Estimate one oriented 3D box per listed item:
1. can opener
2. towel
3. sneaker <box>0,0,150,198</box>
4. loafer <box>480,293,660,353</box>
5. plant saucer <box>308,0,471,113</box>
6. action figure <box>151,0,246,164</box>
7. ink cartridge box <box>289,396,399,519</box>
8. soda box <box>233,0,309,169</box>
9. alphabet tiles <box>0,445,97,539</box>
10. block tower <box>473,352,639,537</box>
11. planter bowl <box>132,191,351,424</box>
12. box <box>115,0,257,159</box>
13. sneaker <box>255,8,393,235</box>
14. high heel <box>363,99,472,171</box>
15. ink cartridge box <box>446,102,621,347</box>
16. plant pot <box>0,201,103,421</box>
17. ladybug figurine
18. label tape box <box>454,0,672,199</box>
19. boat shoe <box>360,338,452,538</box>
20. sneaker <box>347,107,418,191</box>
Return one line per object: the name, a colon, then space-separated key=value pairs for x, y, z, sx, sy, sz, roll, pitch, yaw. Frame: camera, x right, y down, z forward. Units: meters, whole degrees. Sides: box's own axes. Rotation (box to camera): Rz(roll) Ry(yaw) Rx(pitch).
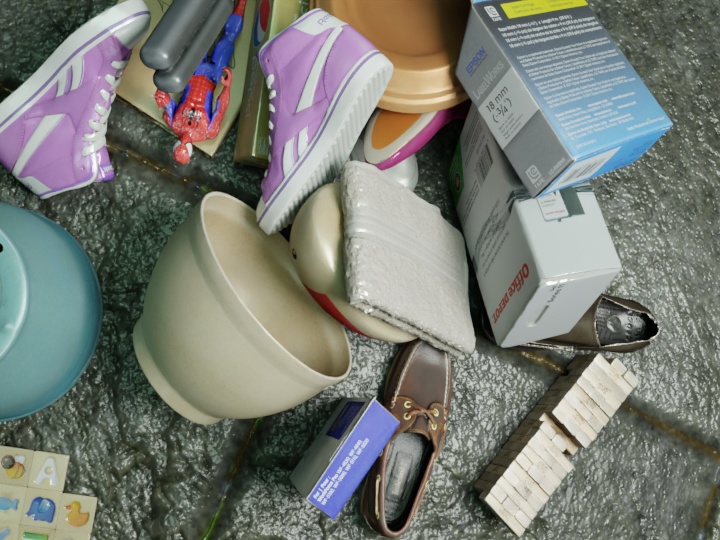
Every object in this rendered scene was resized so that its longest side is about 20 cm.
can opener: x=-0.153 y=-0.249 z=0.780 sx=0.065 sy=0.054 sz=0.203 roll=9 pitch=58 yaw=24
towel: x=0.049 y=-0.005 z=0.792 sx=0.198 sy=0.034 sz=0.136 roll=27 pitch=53 yaw=-49
sneaker: x=-0.249 y=-0.151 z=0.797 sx=0.199 sy=0.073 sz=0.115 roll=-40 pitch=99 yaw=11
loafer: x=0.221 y=0.046 z=0.880 sx=0.195 sy=0.071 sz=0.075 roll=2 pitch=83 yaw=-11
plant saucer: x=0.048 y=-0.245 z=0.787 sx=0.194 sy=0.038 sz=0.205 roll=0 pitch=72 yaw=-1
action figure: x=-0.147 y=-0.204 z=0.808 sx=0.064 sy=0.099 sz=0.205 roll=14 pitch=84 yaw=-8
ink cartridge box: x=-0.016 y=0.163 z=0.756 sx=0.039 sy=0.200 sz=0.100 roll=36 pitch=79 yaw=-1
soda box: x=-0.074 y=-0.202 z=0.840 sx=0.063 sy=0.067 sz=0.206 roll=10 pitch=88 yaw=-25
alphabet tiles: x=-0.337 y=0.265 z=0.782 sx=0.162 sy=0.006 sz=0.205 roll=10 pitch=82 yaw=-9
block tower: x=0.196 y=0.171 z=0.870 sx=0.054 sy=0.058 sz=0.200 roll=43 pitch=76 yaw=-3
planter bowl: x=-0.120 y=0.052 z=0.768 sx=0.134 sy=0.200 sz=0.202 roll=-38 pitch=91 yaw=13
box: x=-0.169 y=-0.242 z=0.866 sx=0.161 sy=0.021 sz=0.203 roll=31 pitch=79 yaw=-6
sneaker: x=-0.061 y=-0.137 z=0.772 sx=0.114 sy=0.072 sz=0.202 roll=40 pitch=115 yaw=12
high heel: x=0.066 y=-0.140 z=0.840 sx=0.066 sy=0.097 sz=0.202 roll=10 pitch=49 yaw=27
ink cartridge box: x=0.157 y=-0.051 z=0.812 sx=0.081 sy=0.147 sz=0.204 roll=-8 pitch=65 yaw=-12
plant pot: x=-0.330 y=0.027 z=0.719 sx=0.195 sy=0.188 sz=0.206 roll=1 pitch=82 yaw=-10
ladybug figurine: x=0.000 y=0.000 z=0.813 sx=0.199 sy=0.071 sz=0.138 roll=40 pitch=44 yaw=-40
label tape box: x=0.162 y=-0.177 z=0.749 sx=0.142 sy=0.063 sz=0.203 roll=-19 pitch=72 yaw=-35
boat shoe: x=0.052 y=0.160 z=0.836 sx=0.069 sy=0.070 sz=0.205 roll=14 pitch=80 yaw=-7
sneaker: x=0.006 y=-0.169 z=0.855 sx=0.074 sy=0.092 sz=0.204 roll=-25 pitch=89 yaw=-13
